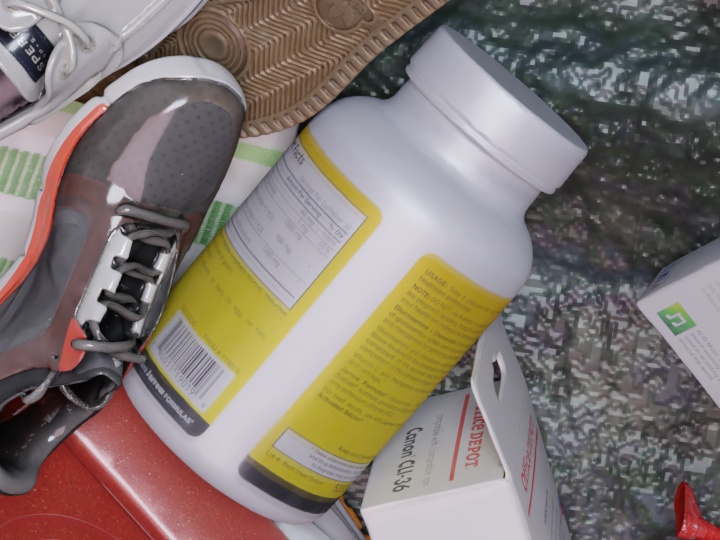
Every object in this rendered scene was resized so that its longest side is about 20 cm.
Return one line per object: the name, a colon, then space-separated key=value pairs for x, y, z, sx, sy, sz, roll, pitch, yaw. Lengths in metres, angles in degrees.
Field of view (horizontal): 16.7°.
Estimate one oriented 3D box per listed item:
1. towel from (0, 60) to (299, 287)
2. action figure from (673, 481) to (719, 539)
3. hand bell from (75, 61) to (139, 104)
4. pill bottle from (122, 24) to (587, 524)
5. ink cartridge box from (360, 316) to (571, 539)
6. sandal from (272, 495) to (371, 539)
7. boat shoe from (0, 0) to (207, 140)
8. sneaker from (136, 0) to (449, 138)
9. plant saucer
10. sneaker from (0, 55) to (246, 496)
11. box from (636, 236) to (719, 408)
towel: x=-0.116 y=-0.021 z=1.082 sx=0.152 sy=0.023 sz=0.200 roll=15 pitch=109 yaw=0
action figure: x=0.229 y=0.142 z=1.085 sx=0.200 sy=0.052 sz=0.066 roll=17 pitch=116 yaw=-5
hand bell: x=-0.172 y=-0.118 z=1.006 sx=0.200 sy=0.104 sz=0.104 roll=32 pitch=110 yaw=-4
pill bottle: x=0.000 y=0.000 z=1.022 sx=0.112 sy=0.112 sz=0.200 roll=39 pitch=101 yaw=-8
ink cartridge box: x=0.052 y=0.125 z=1.063 sx=0.067 sy=0.117 sz=0.200 roll=-14 pitch=106 yaw=10
sandal: x=-0.020 y=0.152 z=1.106 sx=0.079 sy=0.059 sz=0.207 roll=-39 pitch=106 yaw=16
boat shoe: x=-0.129 y=-0.093 z=0.949 sx=0.200 sy=0.066 sz=0.072 roll=-28 pitch=111 yaw=12
sneaker: x=0.000 y=-0.128 z=1.004 sx=0.200 sy=0.109 sz=0.070 roll=-28 pitch=107 yaw=38
plant saucer: x=-0.122 y=0.153 z=1.093 sx=0.200 sy=0.037 sz=0.200 roll=48 pitch=121 yaw=2
sneaker: x=-0.100 y=0.009 z=0.988 sx=0.077 sy=0.082 sz=0.200 roll=20 pitch=111 yaw=-40
box: x=0.228 y=0.023 z=0.983 sx=0.200 sy=0.036 sz=0.144 roll=-30 pitch=103 yaw=43
